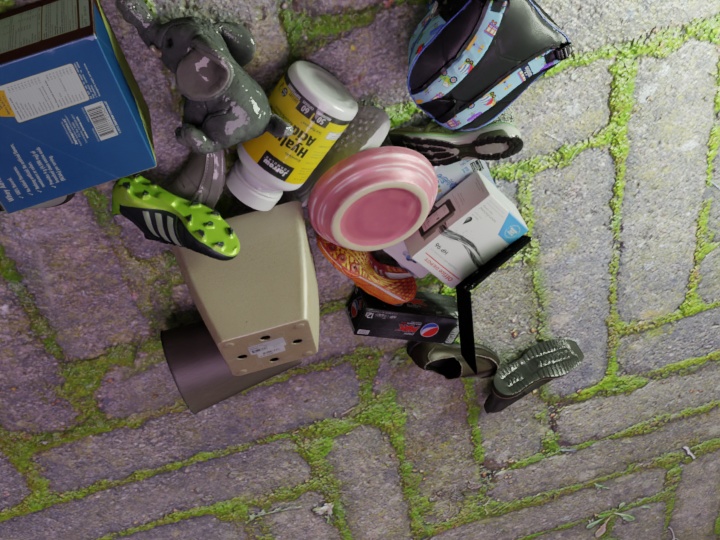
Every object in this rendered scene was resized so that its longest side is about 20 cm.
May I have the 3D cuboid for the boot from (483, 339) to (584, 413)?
[{"bbox_3d":[0.336,0.212,1.805,0.200,0.078,0.138,-18,155,-15],"label":"boot"}]

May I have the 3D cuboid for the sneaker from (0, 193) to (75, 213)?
[{"bbox_3d":[-0.491,-0.102,1.234,0.200,0.079,0.074,-3,130,-17],"label":"sneaker"}]

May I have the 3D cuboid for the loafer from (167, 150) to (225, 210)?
[{"bbox_3d":[-0.241,-0.115,1.308,0.070,0.070,0.200,-2,132,-27],"label":"loafer"}]

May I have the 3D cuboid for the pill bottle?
[{"bbox_3d":[-0.102,-0.182,1.264,0.111,0.111,0.200,22,122,-32],"label":"pill bottle"}]

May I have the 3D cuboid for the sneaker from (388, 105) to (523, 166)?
[{"bbox_3d":[0.143,-0.211,1.349,0.199,0.089,0.077,0,153,13],"label":"sneaker"}]

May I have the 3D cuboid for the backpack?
[{"bbox_3d":[0.152,-0.298,1.224,0.182,0.135,0.200,30,116,-36],"label":"backpack"}]

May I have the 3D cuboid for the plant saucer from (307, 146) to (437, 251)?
[{"bbox_3d":[0.023,-0.095,1.344,0.200,0.051,0.201,-12,143,-9],"label":"plant saucer"}]

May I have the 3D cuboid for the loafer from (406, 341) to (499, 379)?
[{"bbox_3d":[0.179,0.179,1.707,0.200,0.071,0.073,11,127,-26],"label":"loafer"}]

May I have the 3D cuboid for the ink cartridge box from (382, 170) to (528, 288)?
[{"bbox_3d":[0.148,-0.049,1.433,0.200,0.068,0.116,-39,132,19],"label":"ink cartridge box"}]

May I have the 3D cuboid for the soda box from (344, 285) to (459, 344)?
[{"bbox_3d":[0.079,0.077,1.583,0.199,0.071,0.063,8,127,-25],"label":"soda box"}]

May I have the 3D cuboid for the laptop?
[{"bbox_3d":[0.217,0.047,1.478,0.200,0.187,0.116,-40,94,2],"label":"laptop"}]

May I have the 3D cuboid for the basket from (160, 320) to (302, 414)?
[{"bbox_3d":[-0.208,0.135,1.505,0.200,0.136,0.180,-21,147,-4],"label":"basket"}]

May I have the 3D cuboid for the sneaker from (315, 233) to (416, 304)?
[{"bbox_3d":[0.000,0.000,1.484,0.200,0.073,0.077,38,150,-23],"label":"sneaker"}]

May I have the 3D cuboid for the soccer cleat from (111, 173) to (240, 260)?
[{"bbox_3d":[-0.261,-0.065,1.281,0.200,0.068,0.081,30,134,3],"label":"soccer cleat"}]

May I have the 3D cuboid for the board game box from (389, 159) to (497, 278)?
[{"bbox_3d":[0.124,-0.098,1.459,0.199,0.043,0.200,-28,134,7],"label":"board game box"}]

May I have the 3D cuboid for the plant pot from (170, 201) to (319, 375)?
[{"bbox_3d":[-0.155,0.042,1.366,0.199,0.177,0.200,-15,153,-4],"label":"plant pot"}]

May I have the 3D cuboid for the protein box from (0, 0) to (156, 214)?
[{"bbox_3d":[-0.387,-0.210,1.129,0.199,0.135,0.199,-18,134,-1],"label":"protein box"}]

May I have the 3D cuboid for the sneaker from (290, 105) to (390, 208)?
[{"bbox_3d":[-0.019,-0.162,1.344,0.080,0.077,0.200,19,130,-40],"label":"sneaker"}]

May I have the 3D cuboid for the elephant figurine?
[{"bbox_3d":[-0.197,-0.259,1.151,0.155,0.142,0.200,-23,127,-18],"label":"elephant figurine"}]
